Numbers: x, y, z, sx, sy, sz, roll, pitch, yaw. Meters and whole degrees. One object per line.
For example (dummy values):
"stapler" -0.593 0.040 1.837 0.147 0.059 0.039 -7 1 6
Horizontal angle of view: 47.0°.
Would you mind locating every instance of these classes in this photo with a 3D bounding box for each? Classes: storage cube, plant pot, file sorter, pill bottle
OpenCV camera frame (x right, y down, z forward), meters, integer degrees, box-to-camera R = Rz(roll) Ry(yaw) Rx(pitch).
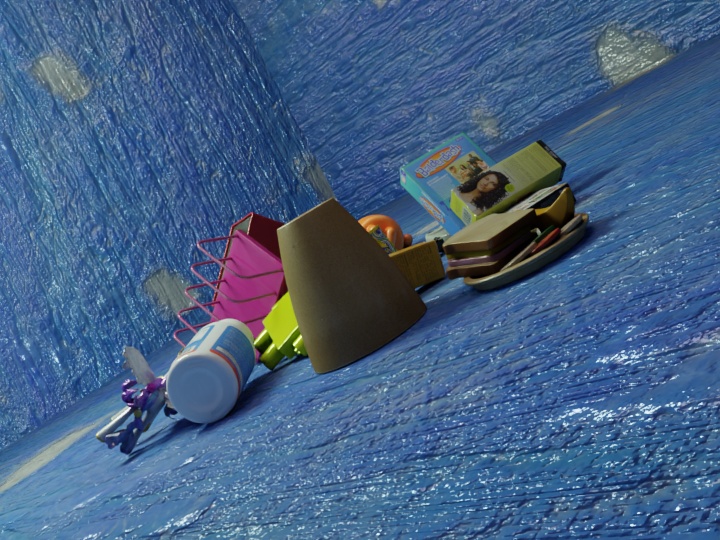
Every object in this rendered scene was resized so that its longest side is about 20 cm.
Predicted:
"storage cube" -0.180 0.004 1.680 0.170 0.177 0.204 -16 58 66
"plant pot" -0.030 0.008 1.169 0.184 0.203 0.186 -27 6 3
"file sorter" -0.237 0.056 1.473 0.124 0.138 0.203 -13 -51 -52
"pill bottle" -0.225 0.148 1.303 0.111 0.114 0.200 -28 11 12

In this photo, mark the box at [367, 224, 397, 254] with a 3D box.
"box" 0.000 0.000 1.484 0.064 0.071 0.200 -35 -7 -26

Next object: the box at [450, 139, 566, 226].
"box" 0.251 -0.144 1.408 0.198 0.075 0.051 -31 -31 -18

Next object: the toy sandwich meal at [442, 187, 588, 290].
"toy sandwich meal" 0.204 -0.044 1.092 0.202 0.071 0.205 -30 6 3

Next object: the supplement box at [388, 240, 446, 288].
"supplement box" 0.033 0.014 1.310 0.197 0.070 0.066 -23 5 -14

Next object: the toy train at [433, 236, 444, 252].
"toy train" 0.091 -0.008 1.510 0.045 0.035 0.199 -28 5 46

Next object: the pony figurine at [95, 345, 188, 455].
"pony figurine" -0.341 0.207 1.360 0.200 0.166 0.193 -47 5 2

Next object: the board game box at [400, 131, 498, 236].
"board game box" 0.186 -0.144 1.473 0.150 0.201 0.045 -30 -33 -17

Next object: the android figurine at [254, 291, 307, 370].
"android figurine" -0.100 0.072 1.392 0.201 0.041 0.182 -48 27 -1

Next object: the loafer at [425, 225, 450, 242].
"loafer" 0.195 -0.099 1.573 0.198 0.071 0.070 -24 6 44

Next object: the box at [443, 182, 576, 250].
"box" 0.237 -0.072 1.324 0.198 0.035 0.110 -32 6 -14

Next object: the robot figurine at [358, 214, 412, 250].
"robot figurine" 0.037 -0.065 1.858 0.142 0.118 0.200 -32 7 -4
